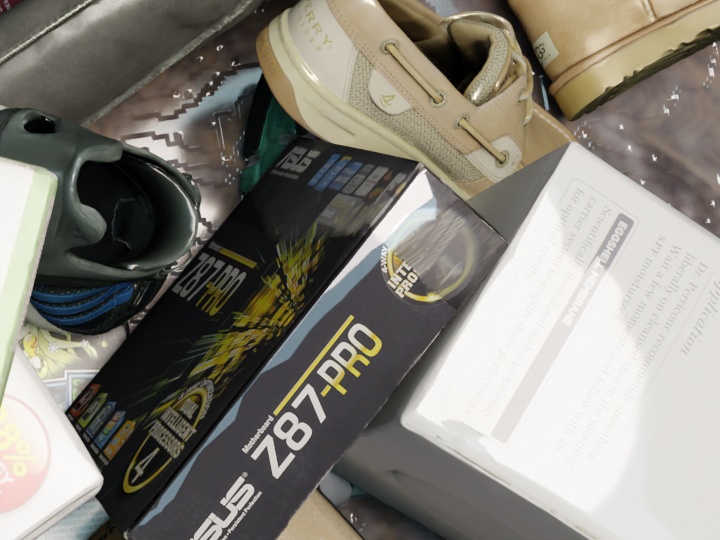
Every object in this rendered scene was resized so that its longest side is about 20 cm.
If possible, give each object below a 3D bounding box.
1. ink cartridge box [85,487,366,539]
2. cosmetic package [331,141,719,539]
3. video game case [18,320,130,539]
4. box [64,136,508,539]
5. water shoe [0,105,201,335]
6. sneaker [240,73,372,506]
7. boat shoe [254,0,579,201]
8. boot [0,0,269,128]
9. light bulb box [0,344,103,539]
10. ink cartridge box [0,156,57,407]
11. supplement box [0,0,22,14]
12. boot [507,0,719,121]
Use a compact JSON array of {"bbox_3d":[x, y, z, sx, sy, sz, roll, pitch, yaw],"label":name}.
[{"bbox_3d":[-0.066,0.183,0.964,0.200,0.075,0.165,-43,102,-4],"label":"ink cartridge box"},{"bbox_3d":[0.105,0.066,0.914,0.200,0.199,0.123,34,78,-7],"label":"cosmetic package"},{"bbox_3d":[-0.191,0.064,0.995,0.199,0.036,0.182,-7,86,-13],"label":"video game case"},{"bbox_3d":[-0.037,0.029,0.881,0.049,0.200,0.161,42,86,-15],"label":"box"},{"bbox_3d":[-0.096,-0.010,0.909,0.079,0.200,0.072,11,85,17],"label":"water shoe"},{"bbox_3d":[0.000,0.000,1.034,0.087,0.074,0.201,-4,95,-24],"label":"sneaker"},{"bbox_3d":[0.043,-0.072,0.996,0.200,0.065,0.072,23,37,-46],"label":"boat shoe"},{"bbox_3d":[-0.083,-0.096,0.967,0.200,0.182,0.073,-44,72,6],"label":"boot"},{"bbox_3d":[-0.205,0.038,0.874,0.125,0.200,0.199,-34,90,-14],"label":"light bulb box"},{"bbox_3d":[-0.208,0.014,0.749,0.199,0.048,0.146,15,80,-8],"label":"ink cartridge box"},{"bbox_3d":[-0.107,-0.156,0.996,0.200,0.109,0.061,-37,59,-14],"label":"supplement box"},{"bbox_3d":[0.108,-0.190,1.073,0.175,0.066,0.201,-28,85,-22],"label":"boot"}]
